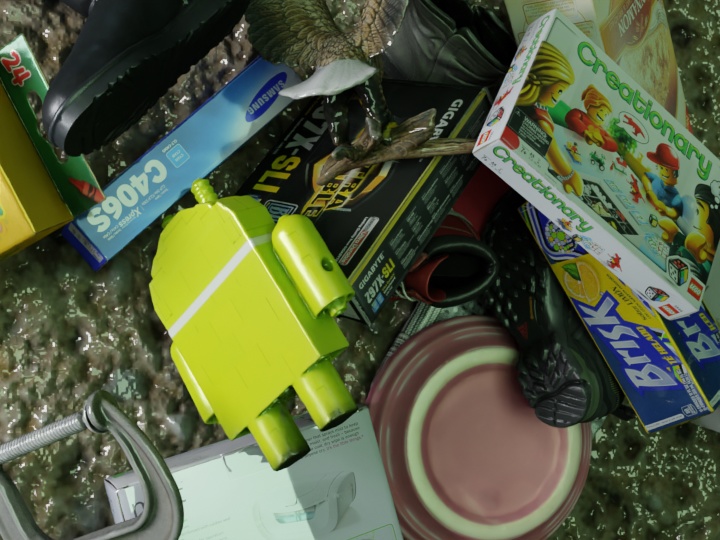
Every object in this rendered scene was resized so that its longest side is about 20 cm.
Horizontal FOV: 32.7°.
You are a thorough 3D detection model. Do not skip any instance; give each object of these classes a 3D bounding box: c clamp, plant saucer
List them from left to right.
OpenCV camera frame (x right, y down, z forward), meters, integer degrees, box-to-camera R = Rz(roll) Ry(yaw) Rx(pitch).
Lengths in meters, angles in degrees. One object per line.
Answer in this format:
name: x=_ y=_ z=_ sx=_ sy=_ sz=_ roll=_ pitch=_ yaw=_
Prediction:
c clamp: x=-0.215 y=0.139 z=0.853 sx=0.027 sy=0.198 sz=0.173 roll=-29 pitch=101 yaw=-60
plant saucer: x=0.100 y=0.137 z=0.986 sx=0.198 sy=0.051 sz=0.203 roll=1 pitch=87 yaw=-16

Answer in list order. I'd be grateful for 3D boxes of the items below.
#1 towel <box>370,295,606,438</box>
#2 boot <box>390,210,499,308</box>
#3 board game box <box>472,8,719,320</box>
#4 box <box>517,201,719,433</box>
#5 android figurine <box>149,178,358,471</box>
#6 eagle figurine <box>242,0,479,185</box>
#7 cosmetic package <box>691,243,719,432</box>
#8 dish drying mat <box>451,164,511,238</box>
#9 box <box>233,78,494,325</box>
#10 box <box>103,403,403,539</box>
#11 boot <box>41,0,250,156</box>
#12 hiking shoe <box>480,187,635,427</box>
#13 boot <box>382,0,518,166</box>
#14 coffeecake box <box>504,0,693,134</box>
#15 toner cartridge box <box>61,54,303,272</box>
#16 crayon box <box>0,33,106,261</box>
towel: x=0.133 y=0.074 z=1.035 sx=0.199 sy=0.034 sz=0.194 roll=36 pitch=76 yaw=-13
boot: x=0.000 y=0.000 z=0.925 sx=0.198 sy=0.144 sz=0.073 roll=-10 pitch=103 yaw=-2
board game box: x=0.179 y=-0.074 z=0.870 sx=0.199 sy=0.035 sz=0.127 roll=37 pitch=58 yaw=-19
box: x=0.205 y=0.016 z=0.926 sx=0.070 sy=0.064 sz=0.201 roll=-32 pitch=91 yaw=-46
android figurine: x=-0.079 y=0.033 z=0.849 sx=0.041 sy=0.182 sz=0.201 roll=-15 pitch=67 yaw=-46
eagle figurine: x=-0.006 y=-0.166 z=0.874 sx=0.150 sy=0.151 sz=0.202 roll=0 pitch=74 yaw=-28
cosmetic package: x=0.356 y=0.038 z=1.004 sx=0.167 sy=0.199 sz=0.167 roll=-46 pitch=119 yaw=-18
dish drying mat: x=0.130 y=-0.040 z=1.020 sx=0.198 sy=0.018 sz=0.078 roll=21 pitch=75 yaw=-7
box: x=-0.009 y=-0.061 z=0.917 sx=0.201 sy=0.159 sz=0.050 roll=-54 pitch=133 yaw=-25
box: x=-0.073 y=0.213 z=0.924 sx=0.198 sy=0.097 sz=0.178 roll=-17 pitch=90 yaw=-18
boot: x=-0.184 y=-0.183 z=0.808 sx=0.162 sy=0.073 sz=0.199 roll=39 pitch=57 yaw=4
hiking shoe: x=0.158 y=0.029 z=0.978 sx=0.100 sy=0.075 sz=0.202 roll=8 pitch=63 yaw=-44
boot: x=0.097 y=-0.149 z=0.989 sx=0.200 sy=0.130 sz=0.068 roll=42 pitch=73 yaw=-11
coffeecake box: x=0.197 y=-0.159 z=0.985 sx=0.154 sy=0.072 sz=0.202 roll=-52 pitch=130 yaw=-47
toner cartridge box: x=-0.134 y=-0.083 z=0.928 sx=0.200 sy=0.095 sz=0.043 roll=-43 pitch=99 yaw=-16
crayon box: x=-0.283 y=-0.060 z=0.836 sx=0.199 sy=0.051 sz=0.128 roll=-26 pitch=94 yaw=25
